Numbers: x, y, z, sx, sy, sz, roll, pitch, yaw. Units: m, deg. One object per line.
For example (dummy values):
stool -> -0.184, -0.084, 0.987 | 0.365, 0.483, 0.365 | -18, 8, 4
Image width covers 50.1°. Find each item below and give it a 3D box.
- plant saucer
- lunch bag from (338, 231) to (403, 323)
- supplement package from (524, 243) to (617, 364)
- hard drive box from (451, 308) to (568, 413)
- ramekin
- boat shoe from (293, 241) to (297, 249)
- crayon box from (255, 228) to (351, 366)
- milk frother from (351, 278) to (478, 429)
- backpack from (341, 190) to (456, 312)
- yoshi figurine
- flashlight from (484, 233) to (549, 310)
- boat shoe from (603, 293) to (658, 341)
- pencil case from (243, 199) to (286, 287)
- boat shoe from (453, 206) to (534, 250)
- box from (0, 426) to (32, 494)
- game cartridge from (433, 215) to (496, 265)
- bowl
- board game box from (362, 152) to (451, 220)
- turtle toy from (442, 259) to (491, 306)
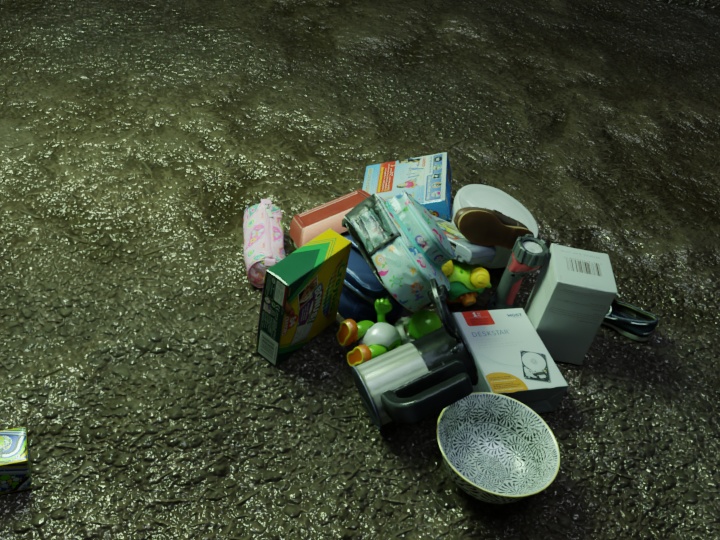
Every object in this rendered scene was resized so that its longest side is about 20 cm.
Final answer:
plant saucer -> -0.050, -0.112, 1.565 | 0.199, 0.037, 0.200 | -24, 16, -5
lunch bag -> 0.000, 0.000, 1.511 | 0.136, 0.133, 0.200 | -28, 55, -38
supplement package -> 0.396, 0.067, 1.485 | 0.116, 0.200, 0.118 | 11, 40, -3
hard drive box -> 0.263, 0.169, 1.428 | 0.155, 0.077, 0.200 | -3, 42, -19
ramekin -> 0.282, -0.092, 1.699 | 0.202, 0.094, 0.203 | 17, 39, -14
boat shoe -> -0.045, -0.083, 1.638 | 0.199, 0.076, 0.072 | -10, 45, -24
crayon box -> -0.102, 0.048, 1.375 | 0.058, 0.200, 0.172 | 34, 45, 22
milk frother -> 0.080, 0.137, 1.269 | 0.188, 0.180, 0.201 | -23, 91, -11
backpack -> 0.080, -0.032, 1.363 | 0.150, 0.177, 0.200 | -30, 67, 14
yoshi figurine -> 0.067, 0.111, 1.394 | 0.199, 0.113, 0.112 | -8, 15, -35
flashlight -> 0.307, 0.025, 1.510 | 0.068, 0.200, 0.068 | -22, 50, -34
boat shoe -> 0.518, 0.081, 1.608 | 0.200, 0.062, 0.075 | 27, 44, 17
pencil case -> -0.194, -0.057, 1.563 | 0.087, 0.088, 0.200 | 3, 42, -12
boat shoe -> 0.258, -0.088, 1.546 | 0.200, 0.071, 0.070 | 17, 23, -36
box -> -0.572, 0.281, 1.081 | 0.199, 0.070, 0.064 | -7, 41, -22
game cartridge -> 0.173, -0.069, 1.574 | 0.200, 0.041, 0.133 | 29, 16, 29
bowl -> 0.210, 0.303, 1.244 | 0.200, 0.094, 0.201 | 8, 40, -7
board game box -> 0.104, -0.179, 1.746 | 0.195, 0.056, 0.200 | -8, 38, 15
turtle toy -> 0.169, 0.010, 1.562 | 0.199, 0.101, 0.146 | 17, 18, -3
